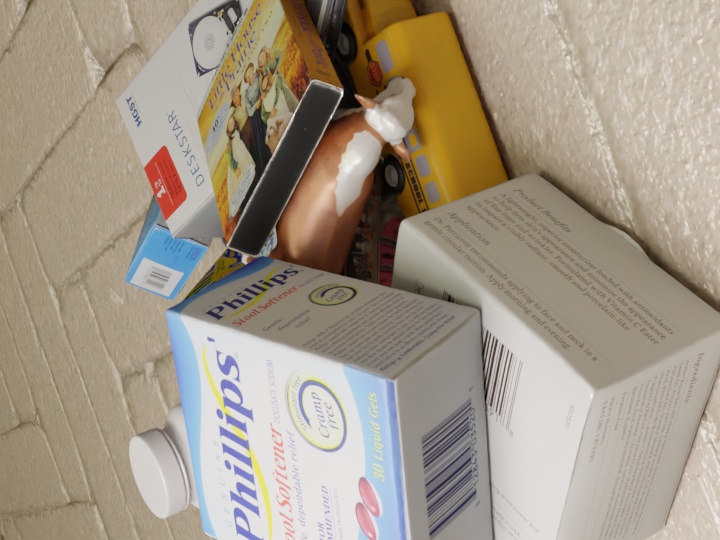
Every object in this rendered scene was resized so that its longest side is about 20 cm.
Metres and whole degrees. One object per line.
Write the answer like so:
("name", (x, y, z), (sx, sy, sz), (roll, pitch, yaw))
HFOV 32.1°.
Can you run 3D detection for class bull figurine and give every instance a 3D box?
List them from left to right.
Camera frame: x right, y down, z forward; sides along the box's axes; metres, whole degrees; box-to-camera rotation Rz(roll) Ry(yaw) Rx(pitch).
("bull figurine", (-0.027, -0.060, 0.925), (0.203, 0.064, 0.121), (-66, 29, 12))

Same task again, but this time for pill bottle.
("pill bottle", (-0.128, 0.173, 1.267), (0.112, 0.198, 0.114), (34, 134, 45))

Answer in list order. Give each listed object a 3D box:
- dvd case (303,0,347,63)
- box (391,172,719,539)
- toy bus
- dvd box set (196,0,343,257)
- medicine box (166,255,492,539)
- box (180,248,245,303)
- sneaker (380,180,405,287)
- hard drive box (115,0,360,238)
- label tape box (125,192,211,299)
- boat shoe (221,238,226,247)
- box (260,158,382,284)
("dvd case", (-0.037, -0.245, 0.984), (0.150, 0.016, 0.202), (108, 158, -46))
("box", (0.122, 0.076, 0.866), (0.199, 0.129, 0.202), (44, 141, 39))
("toy bus", (0.046, -0.123, 0.946), (0.078, 0.064, 0.203), (-23, 86, 59))
("dvd box set", (-0.075, -0.126, 0.953), (0.147, 0.029, 0.201), (-59, 29, 26))
("medicine box", (-0.019, 0.108, 0.843), (0.198, 0.102, 0.185), (13, 119, 37))
("box", (-0.100, 0.023, 1.128), (0.063, 0.200, 0.071), (-13, 109, 18))
("sneaker", (0.000, 0.000, 1.073), (0.088, 0.073, 0.202), (60, 137, 44))
("hard drive box", (-0.114, -0.148, 1.116), (0.200, 0.076, 0.158), (-41, 66, 35))
("label tape box", (-0.179, -0.092, 1.316), (0.144, 0.062, 0.203), (135, 152, -58))
("boat shoe", (-0.096, -0.092, 1.196), (0.072, 0.067, 0.201), (57, 147, 22))
("box", (-0.037, 0.020, 1.002), (0.136, 0.039, 0.203), (-28, 53, 51))
